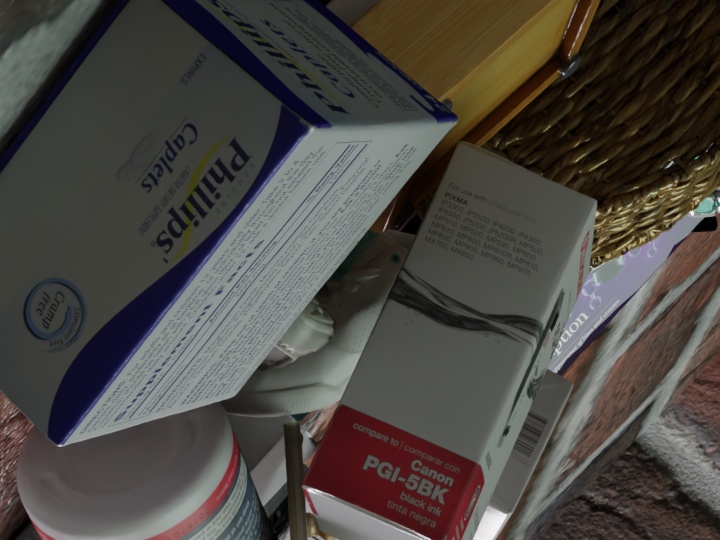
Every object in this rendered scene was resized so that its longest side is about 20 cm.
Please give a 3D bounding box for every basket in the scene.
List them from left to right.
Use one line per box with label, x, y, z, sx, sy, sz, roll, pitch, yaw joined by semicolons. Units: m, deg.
basket;0.154;-0.081;1.596;0.200;0.143;0.149;-41;164;-25

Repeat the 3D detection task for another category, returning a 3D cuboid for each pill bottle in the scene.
pill bottle;-0.104;0.161;1.449;0.120;0.120;0.200;-42;137;-24

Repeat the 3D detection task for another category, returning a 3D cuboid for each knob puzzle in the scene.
knob puzzle;-0.024;0.173;1.490;0.030;0.220;0.220;-3;161;-1

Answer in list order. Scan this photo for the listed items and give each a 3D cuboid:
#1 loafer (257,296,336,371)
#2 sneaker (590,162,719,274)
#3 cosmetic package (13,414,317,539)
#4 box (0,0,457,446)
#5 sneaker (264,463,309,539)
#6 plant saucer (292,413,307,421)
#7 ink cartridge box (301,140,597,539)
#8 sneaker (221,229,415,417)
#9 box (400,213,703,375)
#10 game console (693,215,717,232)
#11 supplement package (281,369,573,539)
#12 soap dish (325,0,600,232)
loafer;-0.062;0.029;1.379;0.070;0.070;0.200;-47;-173;-7
sneaker;0.176;-0.069;1.680;0.200;0.091;0.078;-22;124;-17
cosmetic package;-0.125;0.145;1.586;0.200;0.090;0.107;-49;167;-7
box;-0.077;-0.030;1.182;0.184;0.105;0.200;-51;167;16
sneaker;-0.114;0.181;1.712;0.200;0.079;0.074;-46;164;-40
plant saucer;-0.052;0.073;1.678;0.200;0.070;0.019;-47;125;-7
ink cartridge box;0.050;0.052;1.381;0.147;0.083;0.200;77;37;-75
sneaker;-0.004;0.017;1.494;0.200;0.075;0.089;-18;125;-14
box;0.120;-0.018;1.782;0.200;0.079;0.141;-48;129;-2
game console;0.259;-0.130;1.955;0.172;0.119;0.200;-51;167;13
supplement package;0.034;0.139;1.683;0.121;0.120;0.200;-60;178;-40
soap dish;0.050;-0.120;1.385;0.200;0.081;0.157;-43;166;-28
